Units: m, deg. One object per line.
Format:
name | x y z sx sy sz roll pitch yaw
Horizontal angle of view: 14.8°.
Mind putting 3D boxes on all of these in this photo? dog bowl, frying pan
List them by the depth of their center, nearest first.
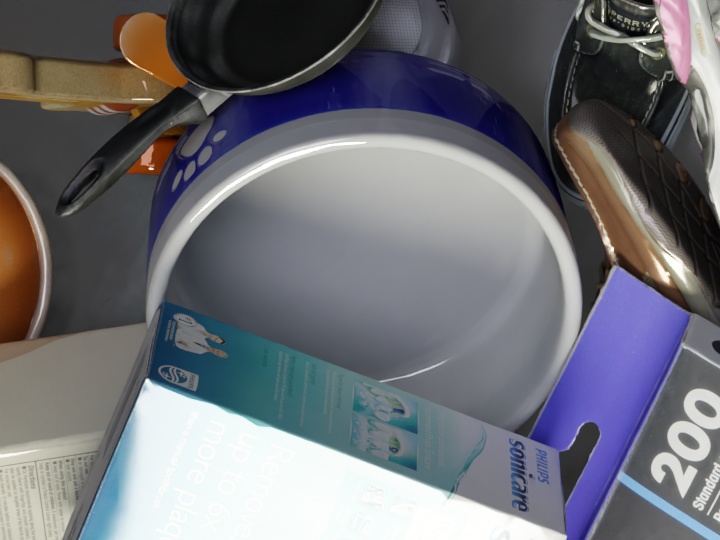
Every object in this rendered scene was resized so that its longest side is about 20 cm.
frying pan | -0.049 -0.091 1.236 0.115 0.031 0.190 6 60 35
dog bowl | 0.000 0.000 1.288 0.199 0.079 0.200 -2 126 -3

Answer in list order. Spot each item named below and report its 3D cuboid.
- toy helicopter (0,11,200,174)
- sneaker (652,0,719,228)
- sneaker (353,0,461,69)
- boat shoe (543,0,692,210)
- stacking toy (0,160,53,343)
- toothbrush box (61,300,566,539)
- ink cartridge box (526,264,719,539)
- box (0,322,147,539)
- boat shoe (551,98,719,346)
toy helicopter | -0.113 -0.086 1.309 0.132 0.200 0.079 3 92 41
sneaker | 0.191 -0.074 1.250 0.086 0.080 0.200 -15 124 9
sneaker | -0.037 -0.159 1.332 0.075 0.115 0.200 -43 80 13
boat shoe | 0.130 -0.125 1.305 0.072 0.071 0.201 19 97 15
stacking toy | -0.250 0.003 1.353 0.146 0.200 0.147 0 91 17
toothbrush box | -0.026 0.124 1.246 0.200 0.085 0.147 21 113 -9
ink cartridge box | 0.148 0.131 1.245 0.200 0.043 0.198 32 113 20
box | -0.179 0.094 1.343 0.199 0.078 0.095 -8 132 -9
boat shoe | 0.140 0.015 1.290 0.072 0.076 0.200 -29 98 25
